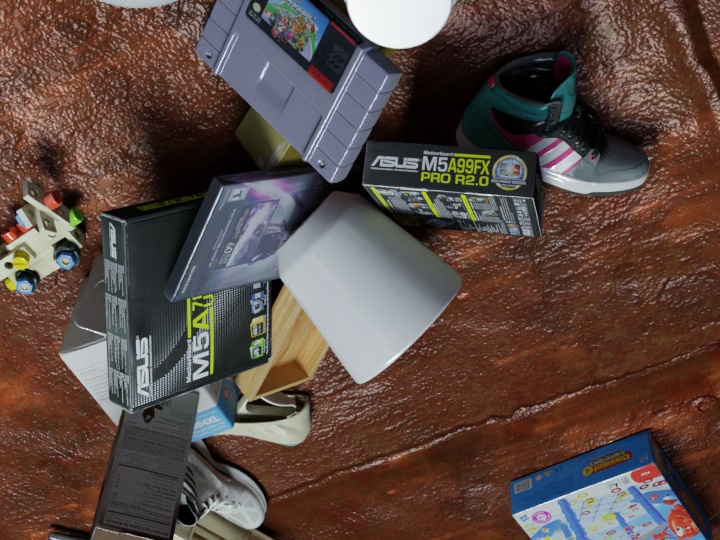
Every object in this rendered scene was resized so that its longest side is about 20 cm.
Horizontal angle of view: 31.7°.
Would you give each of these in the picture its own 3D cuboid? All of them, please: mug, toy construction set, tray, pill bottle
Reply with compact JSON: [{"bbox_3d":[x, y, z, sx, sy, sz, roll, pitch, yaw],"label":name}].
[{"bbox_3d":[-0.005,0.006,1.275,0.153,0.187,0.150,45,83,-5],"label":"mug"},{"bbox_3d":[-0.372,-0.039,1.353,0.198,0.093,0.131,-19,127,32],"label":"toy construction set"},{"bbox_3d":[-0.062,0.056,1.408,0.098,0.037,0.201,-16,145,-44],"label":"tray"},{"bbox_3d":[0.035,-0.274,1.057,0.111,0.201,0.114,1,130,2],"label":"pill bottle"}]

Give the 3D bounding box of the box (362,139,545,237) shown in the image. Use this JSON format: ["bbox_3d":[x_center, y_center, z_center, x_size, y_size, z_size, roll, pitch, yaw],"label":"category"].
[{"bbox_3d":[0.096,-0.076,1.226,0.158,0.045,0.200,6,172,12],"label":"box"}]

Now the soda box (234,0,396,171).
[{"bbox_3d":[-0.038,-0.181,1.211,0.067,0.064,0.201,-13,148,-48],"label":"soda box"}]

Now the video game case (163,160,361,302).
[{"bbox_3d":[-0.095,-0.042,1.267,0.199,0.019,0.144,-12,139,-48],"label":"video game case"}]

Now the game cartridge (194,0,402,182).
[{"bbox_3d":[-0.061,-0.193,1.159,0.200,0.038,0.130,44,129,19],"label":"game cartridge"}]

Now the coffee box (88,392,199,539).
[{"bbox_3d":[-0.229,0.229,1.320,0.079,0.202,0.115,15,130,-10],"label":"coffee box"}]

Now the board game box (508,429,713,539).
[{"bbox_3d":[0.322,0.315,1.621,0.198,0.056,0.196,-25,124,22],"label":"board game box"}]

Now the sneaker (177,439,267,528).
[{"bbox_3d":[-0.196,0.293,1.593,0.075,0.116,0.201,-28,123,24],"label":"sneaker"}]

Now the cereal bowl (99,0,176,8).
[{"bbox_3d":[-0.208,-0.316,1.113,0.197,0.084,0.202,2,130,3],"label":"cereal bowl"}]

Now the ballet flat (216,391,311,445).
[{"bbox_3d":[-0.152,0.162,1.517,0.197,0.070,0.070,8,131,-15],"label":"ballet flat"}]

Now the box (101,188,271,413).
[{"bbox_3d":[-0.173,0.022,1.298,0.047,0.192,0.203,17,113,38],"label":"box"}]

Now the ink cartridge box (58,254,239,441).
[{"bbox_3d":[-0.233,0.083,1.413,0.124,0.130,0.201,-18,128,17],"label":"ink cartridge box"}]

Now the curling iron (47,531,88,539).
[{"bbox_3d":[-0.326,0.377,1.729,0.197,0.026,0.050,12,123,-6],"label":"curling iron"}]

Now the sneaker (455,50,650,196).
[{"bbox_3d":[0.201,-0.150,1.232,0.197,0.084,0.122,12,139,-5],"label":"sneaker"}]

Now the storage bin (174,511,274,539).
[{"bbox_3d":[-0.240,0.406,1.675,0.197,0.094,0.200,33,116,-18],"label":"storage bin"}]
